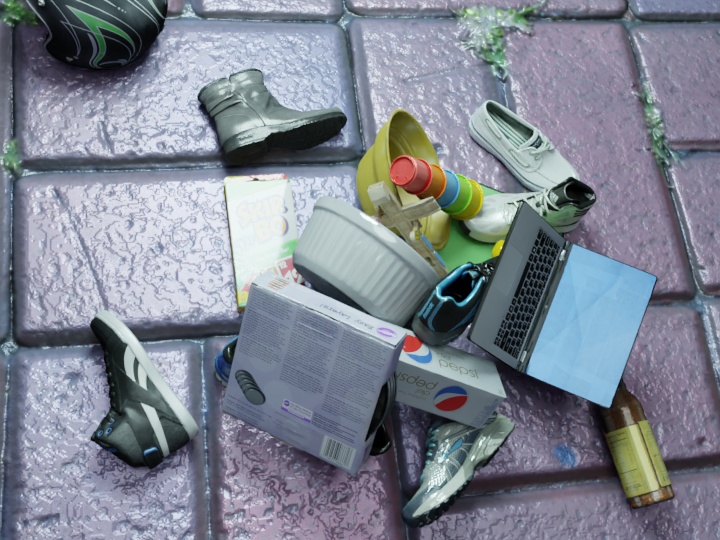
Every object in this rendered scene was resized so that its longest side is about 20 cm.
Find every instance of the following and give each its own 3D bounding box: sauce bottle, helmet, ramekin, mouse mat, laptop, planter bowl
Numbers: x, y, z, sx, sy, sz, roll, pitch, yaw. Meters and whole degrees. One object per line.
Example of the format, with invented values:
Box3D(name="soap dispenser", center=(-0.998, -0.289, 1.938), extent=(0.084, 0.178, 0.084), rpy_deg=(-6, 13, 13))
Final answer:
Box3D(name="sauce bottle", center=(0.367, 0.220, 1.215), extent=(0.065, 0.066, 0.202), rpy_deg=(-9, 71, -15))
Box3D(name="helmet", center=(-0.366, -0.388, 1.225), extent=(0.197, 0.191, 0.202), rpy_deg=(4, 68, -11))
Box3D(name="ramekin", center=(0.000, 0.000, 1.155), extent=(0.201, 0.202, 0.095), rpy_deg=(35, 81, 3))
Box3D(name="mouse mat", center=(0.201, -0.045, 1.314), extent=(0.198, 0.008, 0.162), rpy_deg=(20, 67, -3))
Box3D(name="laptop", center=(0.259, 0.045, 1.123), extent=(0.199, 0.115, 0.189), rpy_deg=(33, 77, -45))
Box3D(name="planter bowl", center=(0.050, -0.116, 1.245), extent=(0.083, 0.200, 0.203), rpy_deg=(-16, 67, 26))

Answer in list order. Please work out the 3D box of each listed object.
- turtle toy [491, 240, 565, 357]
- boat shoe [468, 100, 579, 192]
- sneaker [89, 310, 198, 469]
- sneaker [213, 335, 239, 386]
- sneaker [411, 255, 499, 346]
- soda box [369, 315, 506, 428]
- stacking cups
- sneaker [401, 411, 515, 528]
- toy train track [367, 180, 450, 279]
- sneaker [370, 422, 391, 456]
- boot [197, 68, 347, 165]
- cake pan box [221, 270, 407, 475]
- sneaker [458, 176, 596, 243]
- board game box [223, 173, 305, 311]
Box3D(name="turtle toy", center=(0.247, 0.044, 1.234), extent=(0.144, 0.101, 0.202), rpy_deg=(16, 78, -5))
Box3D(name="boat shoe", center=(0.252, -0.181, 1.344), extent=(0.199, 0.067, 0.074), rpy_deg=(32, 66, 2))
Box3D(name="sneaker", center=(-0.300, 0.153, 1.094), extent=(0.111, 0.073, 0.201), rpy_deg=(-36, 81, -23))
Box3D(name="sneaker", center=(-0.090, 0.098, 1.151), extent=(0.198, 0.089, 0.079), rpy_deg=(-18, 75, -17))
Box3D(name="sneaker", center=(0.153, 0.024, 1.128), extent=(0.073, 0.082, 0.199), rpy_deg=(41, 50, 22))
Box3D(name="soda box", center=(0.081, 0.129, 1.110), extent=(0.198, 0.064, 0.068), rpy_deg=(22, 32, -23))
Box3D(name="stacking cups", center=(0.102, -0.118, 1.192), extent=(0.060, 0.199, 0.061), rpy_deg=(-6, 77, 29))
Box3D(name="sneaker", center=(0.110, 0.247, 1.155), extent=(0.086, 0.078, 0.200), rpy_deg=(39, 59, 18))
Box3D(name="toy train track", center=(0.069, -0.033, 1.155), extent=(0.200, 0.114, 0.033), rpy_deg=(50, 39, -33))
Box3D(name="sneaker", center=(-0.020, 0.146, 1.111), extent=(0.071, 0.080, 0.201), rpy_deg=(-39, 107, -23))
Box3D(name="boot", center=(-0.127, -0.241, 1.290), extent=(0.198, 0.070, 0.133), rpy_deg=(-15, 68, -21))
Box3D(name="cake pan box", center=(-0.055, 0.121, 1.044), extent=(0.198, 0.186, 0.052), rpy_deg=(22, 27, 15))
Box3D(name="sneaker", center=(0.245, -0.099, 1.277), extent=(0.198, 0.116, 0.077), rpy_deg=(-7, 71, -14))
Box3D(name="board game box", center=(-0.134, -0.046, 1.234), extent=(0.094, 0.030, 0.202), rpy_deg=(-5, 68, -14))
